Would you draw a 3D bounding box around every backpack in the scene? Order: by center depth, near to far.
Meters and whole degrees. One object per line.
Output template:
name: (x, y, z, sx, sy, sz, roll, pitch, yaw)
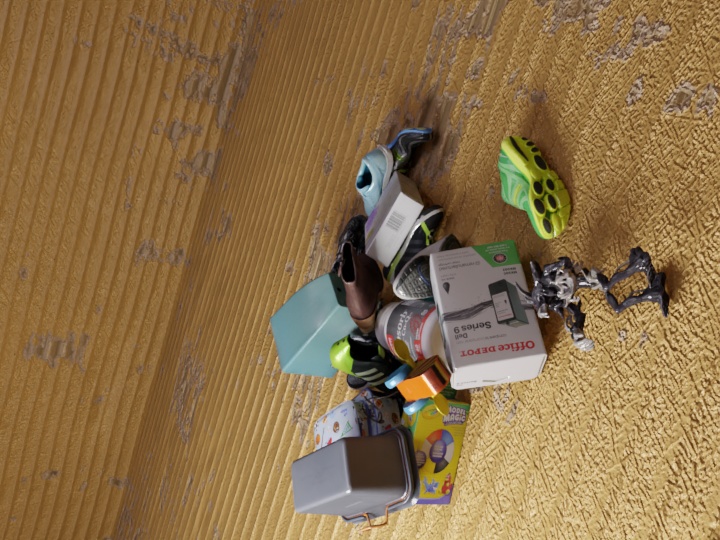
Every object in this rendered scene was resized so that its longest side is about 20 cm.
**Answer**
backpack: (0.005, 0.349, 1.162, 0.200, 0.151, 0.194, -43, 54, 39)

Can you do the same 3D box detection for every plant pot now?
plant pot: (-0.077, 0.108, 1.279, 0.201, 0.139, 0.143, -49, 45, 30)

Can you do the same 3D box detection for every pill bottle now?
pill bottle: (0.112, 0.114, 1.090, 0.199, 0.113, 0.119, 2, 80, 63)

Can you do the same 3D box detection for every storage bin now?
storage bin: (-0.018, 0.346, 0.970, 0.199, 0.132, 0.149, -37, 52, 40)

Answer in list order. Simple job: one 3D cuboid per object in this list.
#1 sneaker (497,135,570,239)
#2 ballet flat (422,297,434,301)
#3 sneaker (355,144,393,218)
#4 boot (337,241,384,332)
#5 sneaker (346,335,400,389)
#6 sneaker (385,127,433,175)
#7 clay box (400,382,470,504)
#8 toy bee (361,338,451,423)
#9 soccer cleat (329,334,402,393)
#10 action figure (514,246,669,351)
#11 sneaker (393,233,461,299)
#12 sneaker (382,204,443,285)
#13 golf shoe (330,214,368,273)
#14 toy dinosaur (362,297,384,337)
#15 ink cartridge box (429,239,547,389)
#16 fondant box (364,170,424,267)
sneaker: (0.280, -0.129, 0.970, 0.084, 0.072, 0.204, 103, 158, -53)
ballet flat: (0.175, 0.035, 1.079, 0.068, 0.067, 0.199, -52, 26, -13)
sneaker: (0.018, -0.189, 1.343, 0.074, 0.081, 0.203, 46, 148, 33)
boot: (0.000, 0.000, 1.156, 0.168, 0.070, 0.203, 73, -169, -46)
sneaker: (0.000, 0.190, 1.250, 0.200, 0.112, 0.077, -45, 48, 40)
sneaker: (0.098, -0.258, 1.329, 0.198, 0.070, 0.085, -30, 75, 48)
clay box: (0.120, 0.290, 1.013, 0.047, 0.113, 0.206, 12, 89, 58)
toy bee: (0.083, 0.165, 0.940, 0.197, 0.108, 0.133, -6, 115, 49)
soccer cleat: (0.034, 0.178, 1.119, 0.081, 0.197, 0.069, -42, 34, 39)
action figure: (0.296, 0.034, 0.796, 0.197, 0.120, 0.103, -15, 31, 40)
sneaker: (0.115, 0.003, 1.079, 0.086, 0.199, 0.076, -22, 97, 42)
sneaker: (0.124, -0.037, 1.206, 0.083, 0.071, 0.202, 43, 117, 21)
golf shoe: (-0.025, -0.040, 1.446, 0.095, 0.076, 0.204, -116, 47, -71)
toy dinosaur: (0.029, 0.114, 1.297, 0.198, 0.075, 0.106, -12, 80, 53)
ink cartridge box: (0.195, 0.068, 0.931, 0.085, 0.142, 0.204, 77, -176, -59)
fondant box: (0.065, -0.113, 1.239, 0.146, 0.057, 0.201, -59, 10, 18)
